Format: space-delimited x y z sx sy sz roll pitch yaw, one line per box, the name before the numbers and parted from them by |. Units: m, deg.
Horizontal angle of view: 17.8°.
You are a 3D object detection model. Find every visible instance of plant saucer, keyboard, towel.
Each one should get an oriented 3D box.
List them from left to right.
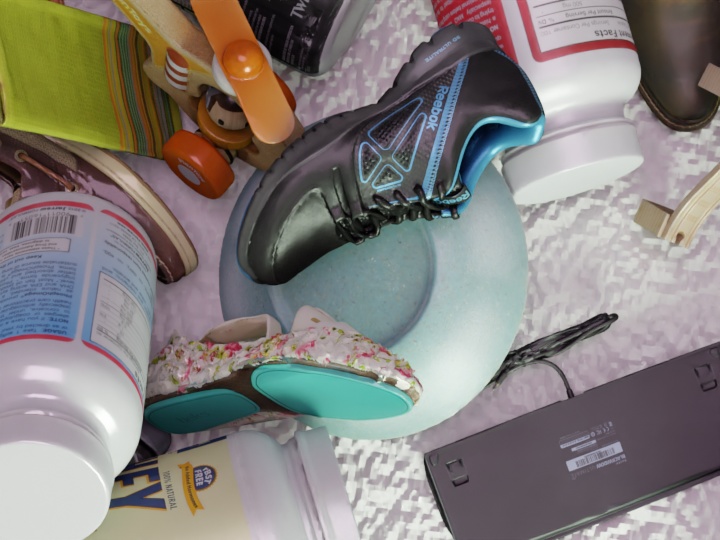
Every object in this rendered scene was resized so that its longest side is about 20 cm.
towel | -0.161 -0.115 1.350 0.018 0.200 0.087 -17 80 23
plant saucer | 0.000 0.000 1.371 0.200 0.039 0.203 -2 84 20
keyboard | 0.133 0.090 1.397 0.199 0.021 0.128 -20 86 -4

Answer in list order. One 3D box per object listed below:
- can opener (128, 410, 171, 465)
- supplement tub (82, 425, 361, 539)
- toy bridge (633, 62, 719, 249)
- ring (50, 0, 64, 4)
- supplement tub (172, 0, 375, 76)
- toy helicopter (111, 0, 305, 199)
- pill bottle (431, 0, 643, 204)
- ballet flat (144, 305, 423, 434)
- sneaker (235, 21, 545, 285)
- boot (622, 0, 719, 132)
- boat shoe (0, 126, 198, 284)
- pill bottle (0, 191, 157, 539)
can opener | -0.207 0.065 1.395 0.199 0.053 0.067 36 49 7
supplement tub | -0.097 0.176 1.318 0.199 0.145 0.146 -17 80 -3
toy bridge | 0.232 -0.106 1.379 0.027 0.067 0.201 21 100 -29
ring | -0.281 -0.141 1.440 0.199 0.019 0.202 0 79 1
supplement tub | -0.082 -0.214 1.400 0.199 0.123 0.123 29 81 5
toy helicopter | -0.102 -0.131 1.338 0.079 0.132 0.200 -49 111 -17
pill bottle | 0.104 -0.149 1.392 0.111 0.112 0.201 -15 80 -3
ballet flat | -0.049 0.053 1.331 0.199 0.076 0.064 -6 56 33
sneaker | 0.015 -0.055 1.309 0.200 0.073 0.082 -42 66 1
boot | 0.191 -0.191 1.407 0.074 0.097 0.202 -7 80 -2
boat shoe | -0.189 -0.050 1.385 0.200 0.072 0.072 41 75 -6
pill bottle | -0.173 0.056 1.289 0.108 0.109 0.201 1 40 0
